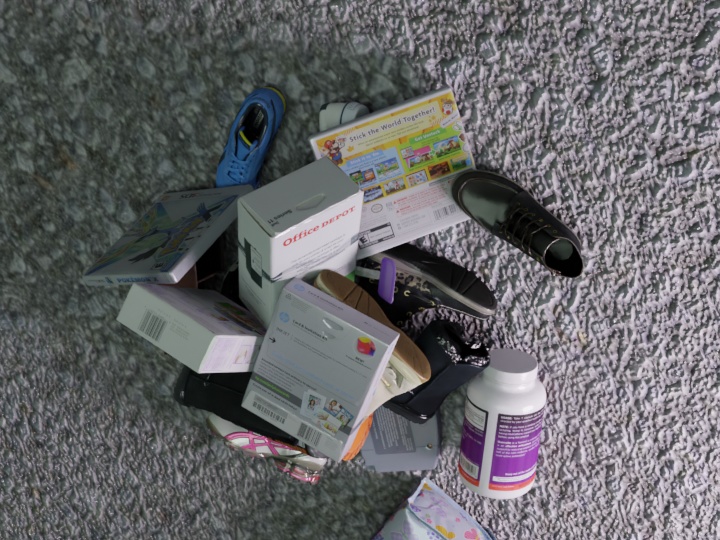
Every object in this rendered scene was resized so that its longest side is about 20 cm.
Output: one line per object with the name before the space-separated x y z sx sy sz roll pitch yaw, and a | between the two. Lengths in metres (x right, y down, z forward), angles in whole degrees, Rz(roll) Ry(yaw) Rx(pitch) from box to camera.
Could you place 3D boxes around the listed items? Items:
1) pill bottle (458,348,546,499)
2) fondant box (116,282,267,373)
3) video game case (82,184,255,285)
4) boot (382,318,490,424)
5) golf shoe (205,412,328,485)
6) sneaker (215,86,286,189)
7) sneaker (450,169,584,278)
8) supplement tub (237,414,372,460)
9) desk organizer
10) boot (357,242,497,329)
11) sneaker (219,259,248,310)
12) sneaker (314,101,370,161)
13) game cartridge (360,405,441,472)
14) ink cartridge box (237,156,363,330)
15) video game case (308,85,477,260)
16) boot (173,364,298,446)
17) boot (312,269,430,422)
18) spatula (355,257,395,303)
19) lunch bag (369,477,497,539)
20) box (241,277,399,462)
pill bottle | 0.203 0.217 1.517 0.112 0.112 0.200 10 113 12
fondant box | -0.202 0.077 1.403 0.144 0.200 0.058 29 99 23
video game case | -0.264 -0.050 1.473 0.182 0.200 0.022 -2 128 38
boot | 0.060 0.118 1.474 0.200 0.076 0.168 28 129 -12
golf shoe | -0.141 0.255 1.663 0.200 0.073 0.092 23 95 2
sneaker | -0.166 -0.164 1.493 0.066 0.078 0.200 27 117 2
sneaker | 0.211 -0.065 1.393 0.200 0.106 0.075 30 102 -5
supplement tub | -0.090 0.200 1.568 0.200 0.123 0.123 18 116 24
desk organizer | -0.250 0.031 1.585 0.077 0.072 0.200 12 115 31
boot | 0.078 0.054 1.513 0.204 0.073 0.154 27 120 7
sneaker | -0.161 0.013 1.541 0.073 0.112 0.200 40 116 -1
sneaker | -0.026 -0.137 1.475 0.071 0.073 0.200 14 111 30
game cartridge | 0.052 0.208 1.601 0.133 0.040 0.200 -5 110 22
ink cartridge box | -0.080 -0.032 1.388 0.083 0.147 0.200 46 149 28
video game case | 0.053 -0.129 1.428 0.200 0.023 0.182 -20 109 0
boot | -0.149 0.142 1.505 0.200 0.066 0.165 14 81 27
boot | -0.026 0.109 1.412 0.155 0.072 0.200 -39 102 27
spatula | 0.000 0.000 1.472 0.200 0.021 0.057 19 104 56
lunch bag | 0.115 0.451 1.631 0.200 0.127 0.170 40 114 9
box | -0.056 0.130 1.370 0.156 0.041 0.200 28 121 12
